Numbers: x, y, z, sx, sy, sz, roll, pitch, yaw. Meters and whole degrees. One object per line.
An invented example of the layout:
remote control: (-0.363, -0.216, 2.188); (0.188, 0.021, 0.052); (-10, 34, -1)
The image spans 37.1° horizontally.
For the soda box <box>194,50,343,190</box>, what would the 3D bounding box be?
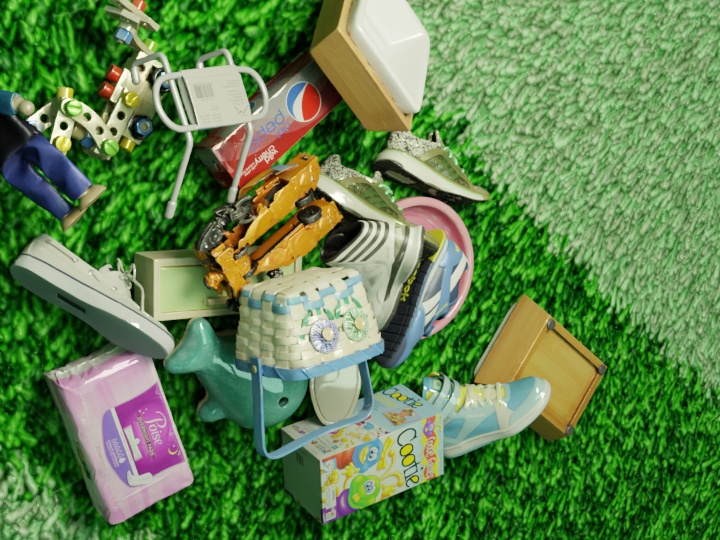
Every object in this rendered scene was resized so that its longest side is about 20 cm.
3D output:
soda box: (-0.108, -0.188, 1.334); (0.200, 0.063, 0.070); (-45, 118, -18)

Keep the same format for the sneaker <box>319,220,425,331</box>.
sneaker: (0.000, 0.000, 1.352); (0.115, 0.201, 0.076); (14, 50, -8)

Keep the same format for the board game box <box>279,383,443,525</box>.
board game box: (0.005, 0.246, 1.459); (0.200, 0.105, 0.103); (-16, 117, -30)

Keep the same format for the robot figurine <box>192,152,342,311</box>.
robot figurine: (-0.115, -0.044, 1.277); (0.200, 0.058, 0.145); (-41, 129, -24)

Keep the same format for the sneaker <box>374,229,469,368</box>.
sneaker: (0.086, 0.047, 1.441); (0.082, 0.074, 0.200); (33, 82, -35)

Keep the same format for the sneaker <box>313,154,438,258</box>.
sneaker: (0.021, -0.089, 1.390); (0.200, 0.077, 0.089); (30, 63, -2)

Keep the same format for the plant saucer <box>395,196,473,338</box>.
plant saucer: (0.066, -0.004, 1.492); (0.200, 0.051, 0.201); (-6, 102, -33)

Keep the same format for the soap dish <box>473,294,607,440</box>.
soap dish: (0.280, 0.155, 1.645); (0.200, 0.081, 0.157); (39, 77, -33)

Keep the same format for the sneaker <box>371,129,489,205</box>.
sneaker: (0.110, -0.149, 1.485); (0.200, 0.077, 0.089); (22, 78, -37)

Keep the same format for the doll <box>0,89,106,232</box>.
doll: (-0.373, -0.129, 1.146); (0.200, 0.136, 0.048); (45, 34, -9)

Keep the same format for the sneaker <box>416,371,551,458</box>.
sneaker: (0.160, 0.182, 1.526); (0.200, 0.080, 0.131); (-32, 116, 21)

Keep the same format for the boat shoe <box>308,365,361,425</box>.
boat shoe: (-0.046, 0.105, 1.427); (0.075, 0.062, 0.200); (-11, 99, -17)

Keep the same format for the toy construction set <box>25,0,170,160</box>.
toy construction set: (-0.283, -0.208, 1.206); (0.131, 0.092, 0.200); (30, 93, -33)

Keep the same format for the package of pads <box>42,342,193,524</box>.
package of pads: (-0.285, 0.187, 1.280); (0.120, 0.076, 0.200); (-26, 112, -27)

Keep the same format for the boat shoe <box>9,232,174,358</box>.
boat shoe: (-0.291, 0.020, 1.228); (0.202, 0.075, 0.086); (30, 58, -5)

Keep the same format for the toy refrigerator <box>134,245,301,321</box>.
toy refrigerator: (-0.173, 0.013, 1.326); (0.200, 0.070, 0.076); (-3, 100, -33)

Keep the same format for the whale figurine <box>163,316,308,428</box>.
whale figurine: (-0.145, 0.127, 1.323); (0.159, 0.104, 0.200); (-55, 138, 2)

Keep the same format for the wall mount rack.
wall mount rack: (-0.177, -0.157, 1.196); (0.200, 0.075, 0.174); (-22, 98, -57)

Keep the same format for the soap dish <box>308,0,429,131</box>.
soap dish: (0.013, -0.279, 1.328); (0.157, 0.081, 0.200); (50, 30, -31)

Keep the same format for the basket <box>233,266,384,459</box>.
basket: (-0.061, 0.104, 1.257); (0.176, 0.139, 0.200); (-20, 113, -42)
